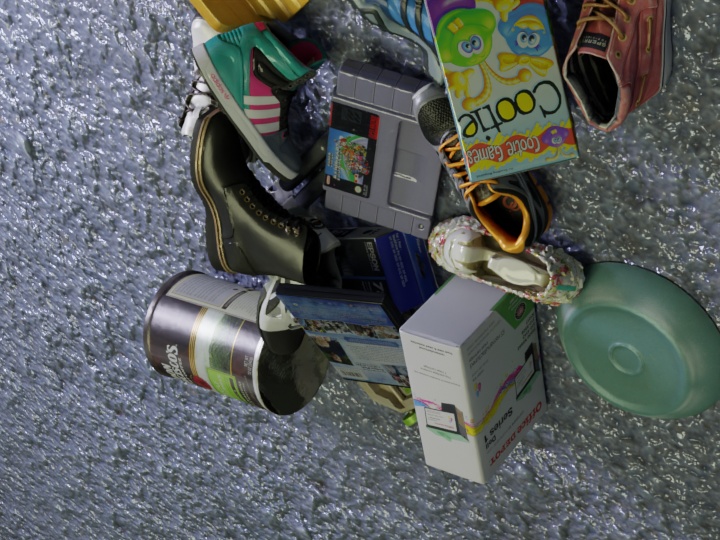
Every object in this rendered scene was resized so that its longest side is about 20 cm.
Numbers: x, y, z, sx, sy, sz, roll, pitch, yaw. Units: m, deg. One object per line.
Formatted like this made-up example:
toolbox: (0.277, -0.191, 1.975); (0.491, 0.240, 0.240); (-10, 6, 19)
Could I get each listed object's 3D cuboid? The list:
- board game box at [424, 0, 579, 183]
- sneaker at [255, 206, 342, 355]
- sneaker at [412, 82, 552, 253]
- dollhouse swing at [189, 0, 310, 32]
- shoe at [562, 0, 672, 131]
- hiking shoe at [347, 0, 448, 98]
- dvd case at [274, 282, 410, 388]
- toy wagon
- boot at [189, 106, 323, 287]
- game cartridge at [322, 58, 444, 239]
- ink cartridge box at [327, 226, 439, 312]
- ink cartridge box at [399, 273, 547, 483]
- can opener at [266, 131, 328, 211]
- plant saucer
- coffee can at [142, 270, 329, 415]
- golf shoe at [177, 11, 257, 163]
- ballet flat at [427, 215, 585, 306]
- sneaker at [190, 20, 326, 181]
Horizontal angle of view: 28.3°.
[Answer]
board game box: (0.125, -0.198, 1.283); (0.103, 0.105, 0.200); (-12, 115, 10)
sneaker: (-0.066, 0.031, 1.676); (0.088, 0.074, 0.200); (33, 132, 30)
sneaker: (0.122, -0.102, 1.423); (0.078, 0.077, 0.200); (-33, 105, 31)
dollhouse swing: (-0.149, -0.313, 1.429); (0.182, 0.176, 0.200); (51, 142, -6)
shoe: (0.219, -0.220, 1.221); (0.071, 0.091, 0.200); (16, 134, 35)
hiking shoe: (0.065, -0.257, 1.369); (0.200, 0.074, 0.087); (41, 137, -9)
dvd case: (0.004, 0.078, 1.636); (0.143, 0.018, 0.200); (5, 149, 30)
toy wagon: (0.055, 0.106, 1.734); (0.155, 0.040, 0.200); (51, 143, -6)
boot: (-0.108, -0.080, 1.586); (0.138, 0.077, 0.200); (13, 129, 31)
game cartridge: (0.027, -0.126, 1.523); (0.130, 0.038, 0.200); (15, 137, 7)
ink cartridge box: (0.000, 0.000, 1.678); (0.200, 0.039, 0.100); (-2, 112, 45)
ink cartridge box: (0.129, 0.111, 1.575); (0.084, 0.145, 0.200); (16, 134, 34)
can opener: (-0.078, -0.090, 1.657); (0.053, 0.067, 0.200); (48, 144, -2)
plant saucer: (0.284, 0.084, 1.489); (0.200, 0.036, 0.200); (27, 140, 25)
coffee can: (-0.159, 0.091, 1.839); (0.200, 0.146, 0.146); (14, 133, 35)
golf shoe: (-0.165, -0.195, 1.624); (0.078, 0.094, 0.200); (15, 132, 37)
ballet flat: (0.142, -0.014, 1.502); (0.200, 0.064, 0.076); (16, 103, 36)
sneaker: (-0.084, -0.193, 1.539); (0.200, 0.121, 0.084); (54, -172, -42)
